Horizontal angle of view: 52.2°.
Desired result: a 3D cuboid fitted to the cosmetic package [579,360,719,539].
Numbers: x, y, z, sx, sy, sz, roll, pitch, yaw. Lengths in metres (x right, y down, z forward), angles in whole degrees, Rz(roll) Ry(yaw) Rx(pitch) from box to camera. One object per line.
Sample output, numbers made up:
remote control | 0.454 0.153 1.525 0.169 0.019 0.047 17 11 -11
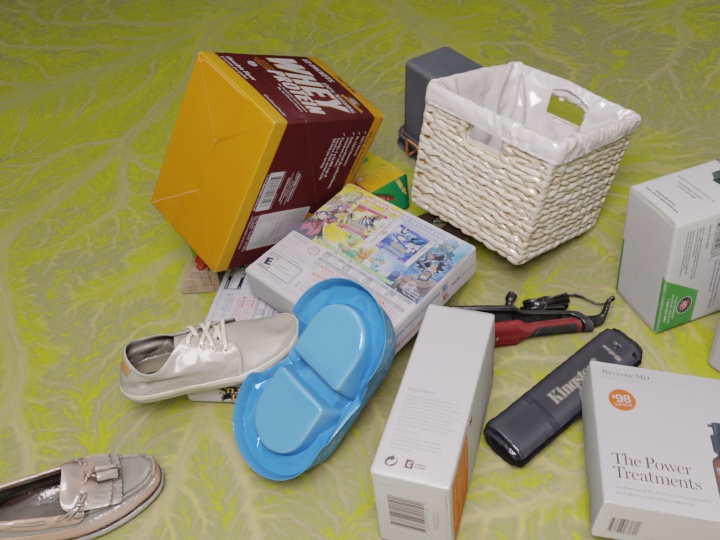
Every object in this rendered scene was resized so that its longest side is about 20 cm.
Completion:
cosmetic package | 0.295 0.163 0.634 0.194 0.053 0.153 7 40 6

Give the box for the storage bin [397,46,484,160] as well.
storage bin | 0.132 -0.230 1.081 0.143 0.137 0.200 -24 41 -18

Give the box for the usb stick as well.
usb stick | 0.204 0.122 0.732 0.197 0.033 0.055 -31 45 -25

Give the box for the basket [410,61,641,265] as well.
basket | 0.192 -0.136 0.892 0.197 0.164 0.197 -21 44 -41

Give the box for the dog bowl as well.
dog bowl | -0.041 0.106 0.706 0.111 0.049 0.202 38 96 30

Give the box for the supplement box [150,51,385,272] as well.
supplement box | -0.109 -0.133 0.873 0.133 0.200 0.198 42 32 22

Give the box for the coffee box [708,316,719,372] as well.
coffee box | 0.451 0.029 0.733 0.197 0.115 0.080 -26 42 -21

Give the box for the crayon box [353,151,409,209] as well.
crayon box | -0.037 -0.127 1.051 0.117 0.059 0.199 -31 44 -25

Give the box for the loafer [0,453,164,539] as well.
loafer | -0.286 0.216 0.690 0.195 0.064 0.072 -18 41 -11

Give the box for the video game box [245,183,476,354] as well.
video game box | 0.000 0.000 0.823 0.198 0.047 0.182 30 60 33

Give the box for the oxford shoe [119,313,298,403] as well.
oxford shoe | -0.156 0.081 0.760 0.195 0.059 0.076 -15 38 -9

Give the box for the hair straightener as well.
hair straightener | 0.186 0.041 0.824 0.194 0.042 0.078 -10 40 -1

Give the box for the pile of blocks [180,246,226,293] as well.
pile of blocks | -0.179 -0.054 0.989 0.080 0.063 0.201 13 44 24

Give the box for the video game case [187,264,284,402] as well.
video game case | -0.088 0.064 0.846 0.176 0.046 0.203 0 41 12

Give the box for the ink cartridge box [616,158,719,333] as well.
ink cartridge box | 0.390 -0.038 0.798 0.195 0.149 0.084 -16 38 -11

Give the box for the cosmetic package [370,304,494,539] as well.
cosmetic package | 0.074 0.140 0.683 0.069 0.103 0.202 7 43 17

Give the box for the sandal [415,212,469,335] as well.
sandal | 0.079 0.004 0.881 0.079 0.055 0.203 13 52 10
